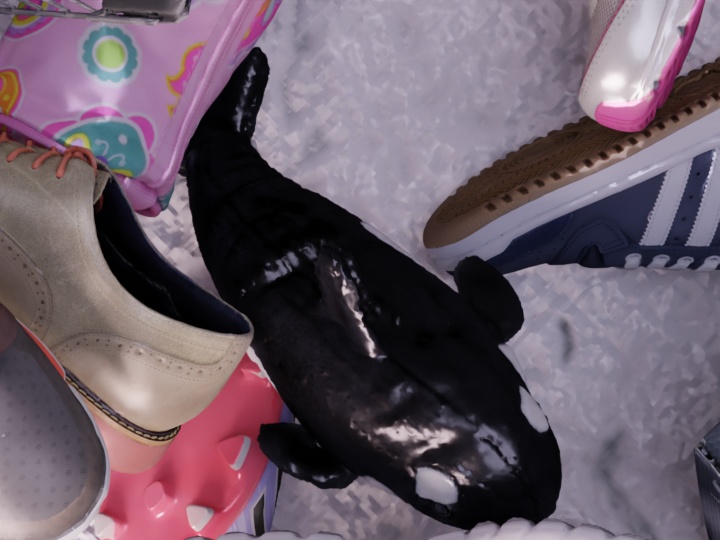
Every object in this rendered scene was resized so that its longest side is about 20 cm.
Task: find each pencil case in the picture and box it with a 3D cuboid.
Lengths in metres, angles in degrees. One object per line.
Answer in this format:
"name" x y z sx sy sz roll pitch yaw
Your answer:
"pencil case" -0.056 -0.120 0.955 0.087 0.087 0.201 32 86 -11

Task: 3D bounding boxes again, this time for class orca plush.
"orca plush" 0.000 0.000 0.931 0.105 0.071 0.201 -21 63 -11

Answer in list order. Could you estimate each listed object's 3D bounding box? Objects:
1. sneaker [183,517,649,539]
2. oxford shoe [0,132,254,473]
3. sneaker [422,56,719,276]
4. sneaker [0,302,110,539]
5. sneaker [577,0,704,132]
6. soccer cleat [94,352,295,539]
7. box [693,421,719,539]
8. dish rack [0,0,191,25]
"sneaker" 0.032 0.128 0.896 0.199 0.075 0.082 -4 74 13
"oxford shoe" -0.119 -0.026 0.903 0.200 0.071 0.075 43 114 -10
"sneaker" 0.129 -0.014 1.005 0.199 0.070 0.109 -25 105 -3
"sneaker" -0.153 0.013 0.828 0.200 0.082 0.077 44 75 -9
"sneaker" 0.085 -0.143 0.980 0.088 0.081 0.201 5 66 -1
"soccer cleat" -0.059 0.111 0.979 0.066 0.076 0.201 6 75 27
"box" 0.209 0.038 0.979 0.200 0.158 0.051 -43 67 -8
"dish rack" -0.107 -0.152 0.896 0.054 0.199 0.154 13 88 -41
